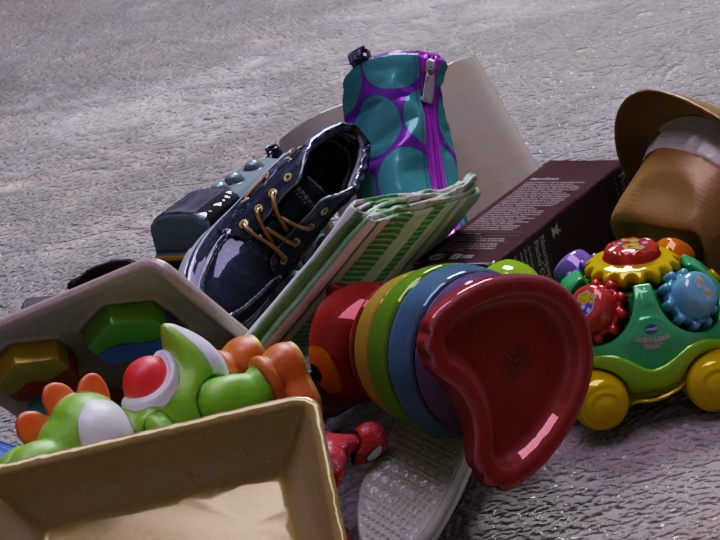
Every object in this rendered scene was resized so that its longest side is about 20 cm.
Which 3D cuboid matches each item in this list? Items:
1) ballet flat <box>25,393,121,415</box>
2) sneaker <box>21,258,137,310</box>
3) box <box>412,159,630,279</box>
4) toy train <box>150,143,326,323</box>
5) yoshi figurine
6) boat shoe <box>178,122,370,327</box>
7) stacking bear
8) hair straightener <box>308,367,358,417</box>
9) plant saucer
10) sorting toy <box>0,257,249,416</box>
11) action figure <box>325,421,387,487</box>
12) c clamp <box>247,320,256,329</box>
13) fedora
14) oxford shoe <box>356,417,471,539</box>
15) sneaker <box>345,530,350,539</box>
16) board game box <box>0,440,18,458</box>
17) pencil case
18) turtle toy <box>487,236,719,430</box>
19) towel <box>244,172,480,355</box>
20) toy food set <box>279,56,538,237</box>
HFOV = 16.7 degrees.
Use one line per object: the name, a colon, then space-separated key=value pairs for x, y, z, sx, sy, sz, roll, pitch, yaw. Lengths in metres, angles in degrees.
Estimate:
ballet flat: x=-0.130 y=0.124 z=1.623 sx=0.199 sy=0.071 sz=0.067 roll=6 pitch=36 yaw=24
sneaker: x=-0.168 y=0.052 z=1.731 sx=0.104 sy=0.200 sz=0.060 roll=-11 pitch=62 yaw=13
box: x=0.126 y=0.001 z=1.764 sx=0.075 sy=0.101 sz=0.200 roll=0 pitch=24 yaw=34
toy train: x=-0.090 y=-0.024 z=1.959 sx=0.085 sy=0.115 sz=0.200 roll=-1 pitch=23 yaw=32
yoshi figurine: x=-0.123 y=0.116 z=1.503 sx=0.199 sy=0.113 sz=0.112 roll=-21 pitch=55 yaw=-28
boat shoe: x=-0.066 y=-0.034 z=1.841 sx=0.091 sy=0.071 sz=0.201 roll=-37 pitch=16 yaw=53
stacking bear: x=0.039 y=0.049 z=1.506 sx=0.114 sy=0.122 sz=0.200 roll=-35 pitch=22 yaw=-27
hair straightener: x=-0.055 y=0.102 z=1.714 sx=0.200 sy=0.041 sz=0.077 roll=-35 pitch=16 yaw=-37
plant saucer: x=-0.099 y=0.185 z=1.342 sx=0.199 sy=0.049 sz=0.201 roll=-13 pitch=60 yaw=1
sorting toy: x=-0.168 y=0.068 z=1.667 sx=0.199 sy=0.185 sz=0.037 roll=-18 pitch=58 yaw=20
action figure: x=-0.068 y=0.151 z=1.507 sx=0.199 sy=0.052 sz=0.065 roll=-34 pitch=18 yaw=-10
c clamp: x=-0.037 y=0.023 z=1.811 sx=0.171 sy=0.027 sz=0.200 roll=-39 pitch=3 yaw=-2
fedora: x=0.234 y=-0.036 z=1.710 sx=0.082 sy=0.201 sz=0.200 roll=-48 pitch=32 yaw=-19
oxford shoe: x=0.046 y=0.121 z=1.546 sx=0.075 sy=0.058 sz=0.200 roll=-13 pitch=31 yaw=20
sneaker: x=-0.099 y=0.184 z=1.436 sx=0.199 sy=0.072 sz=0.113 roll=-3 pitch=24 yaw=7
board game box: x=-0.297 y=0.182 z=1.548 sx=0.200 sy=0.045 sz=0.152 roll=-41 pitch=30 yaw=-26
pencil case: x=0.040 y=-0.073 z=1.896 sx=0.085 sy=0.201 sz=0.092 roll=7 pitch=-28 yaw=-34
turtle toy: x=0.160 y=0.034 z=1.624 sx=0.199 sy=0.102 sz=0.146 roll=-8 pitch=19 yaw=-2
towel: x=0.000 y=0.000 z=1.666 sx=0.153 sy=0.023 sz=0.200 roll=-51 pitch=-14 yaw=22
toy food set: x=0.050 y=-0.078 z=1.999 sx=0.199 sy=0.144 sz=0.060 roll=-23 pitch=-10 yaw=-28
